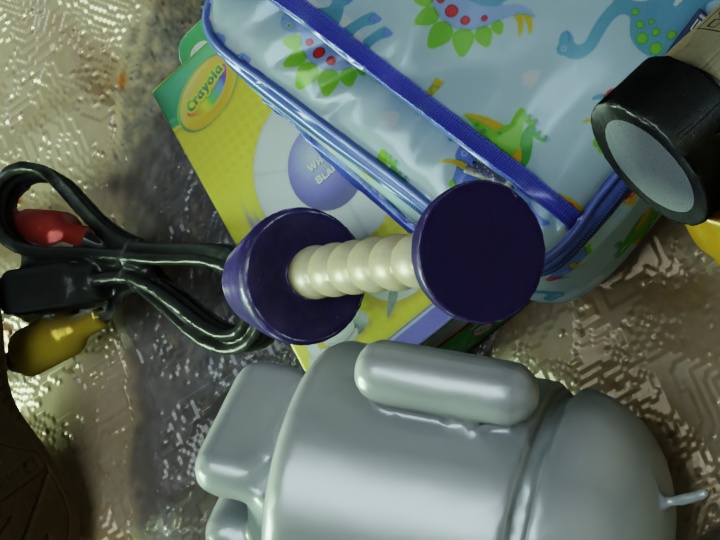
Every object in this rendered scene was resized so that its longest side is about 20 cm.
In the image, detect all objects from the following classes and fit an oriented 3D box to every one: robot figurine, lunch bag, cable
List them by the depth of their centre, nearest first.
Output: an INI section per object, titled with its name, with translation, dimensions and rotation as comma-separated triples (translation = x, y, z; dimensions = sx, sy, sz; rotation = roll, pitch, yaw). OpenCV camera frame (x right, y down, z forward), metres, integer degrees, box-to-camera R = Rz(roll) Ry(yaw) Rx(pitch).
[robot figurine]
translation = 0.038, 0.093, 1.103
dimensions = 0.200, 0.170, 0.113
rotation = 12, 51, 15
[lunch bag]
translation = 0.048, -0.093, 1.110
dimensions = 0.200, 0.082, 0.161
rotation = 40, 91, 21
[cable]
translation = -0.103, -0.003, 1.246
dimensions = 0.200, 0.050, 0.097
rotation = -4, 84, 39

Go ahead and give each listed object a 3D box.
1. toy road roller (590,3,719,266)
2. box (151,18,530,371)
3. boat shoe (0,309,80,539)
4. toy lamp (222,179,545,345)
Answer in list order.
[toy road roller]
translation = 0.194, -0.031, 0.982
dimensions = 0.123, 0.146, 0.200
rotation = -43, 33, -18
[box]
translation = -0.008, -0.051, 1.197
dimensions = 0.117, 0.048, 0.200
rotation = -40, 65, 25
[boat shoe]
translation = -0.195, 0.052, 1.275
dimensions = 0.072, 0.072, 0.200
rotation = 1, 120, 57
[toy lamp]
translation = 0.000, 0.000, 1.074
dimensions = 0.200, 0.058, 0.058
rotation = 175, 96, -66
